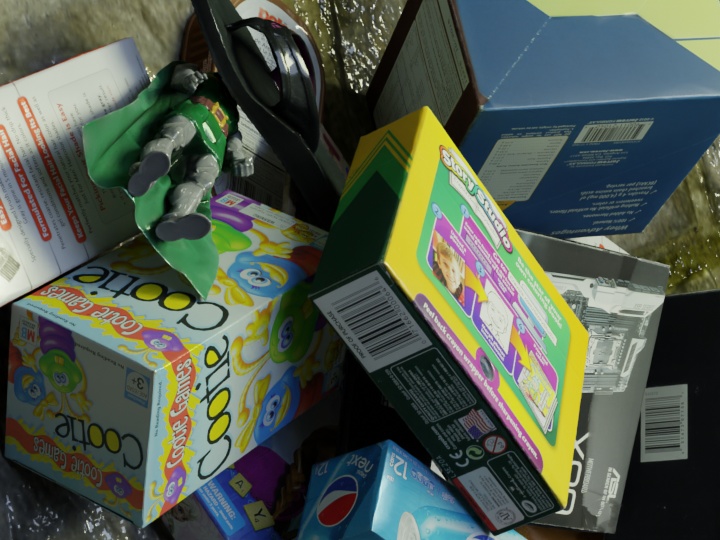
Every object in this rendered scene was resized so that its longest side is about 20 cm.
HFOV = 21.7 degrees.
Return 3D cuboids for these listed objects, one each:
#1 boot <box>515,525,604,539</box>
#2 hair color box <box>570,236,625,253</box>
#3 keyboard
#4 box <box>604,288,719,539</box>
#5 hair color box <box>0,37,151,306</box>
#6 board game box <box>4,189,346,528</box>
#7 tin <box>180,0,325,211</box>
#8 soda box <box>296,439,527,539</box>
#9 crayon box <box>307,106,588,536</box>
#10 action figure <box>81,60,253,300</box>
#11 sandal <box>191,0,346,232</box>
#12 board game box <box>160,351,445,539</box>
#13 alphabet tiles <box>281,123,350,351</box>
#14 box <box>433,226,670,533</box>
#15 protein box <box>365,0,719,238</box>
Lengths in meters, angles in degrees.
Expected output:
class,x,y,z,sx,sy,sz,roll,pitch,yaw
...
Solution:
class,x,y,z,sx,sy,sz,roll,pitch,yaw
boot,0.186,0.215,1.443,0.144,0.071,0.201,58,25,4
hair color box,0.157,0.022,1.466,0.200,0.064,0.112,31,53,-39
keyboard,0.021,0.074,1.203,0.104,0.040,0.201,19,73,-38
box,0.272,0.134,1.414,0.182,0.104,0.201,20,68,-48
hair color box,-0.191,-0.053,1.080,0.200,0.064,0.112,-33,103,-53
board game box,-0.101,0.045,1.092,0.200,0.104,0.104,-33,139,-51
tin,-0.073,-0.096,1.262,0.112,0.042,0.201,33,53,-45
soda box,0.054,0.184,1.139,0.200,0.068,0.064,38,47,-31
crayon box,0.060,0.028,1.139,0.200,0.058,0.173,53,28,-24
action figure,-0.098,-0.077,1.103,0.119,0.054,0.200,60,17,-20
sandal,-0.042,-0.107,1.168,0.201,0.048,0.076,55,15,-32
board game box,-0.017,0.165,1.186,0.201,0.041,0.199,55,38,5
alphabet tiles,0.000,0.000,1.260,0.200,0.006,0.167,55,25,-36
box,0.127,0.077,1.325,0.157,0.050,0.201,12,90,-31
protein box,0.130,-0.123,1.315,0.197,0.200,0.136,-5,65,-17
